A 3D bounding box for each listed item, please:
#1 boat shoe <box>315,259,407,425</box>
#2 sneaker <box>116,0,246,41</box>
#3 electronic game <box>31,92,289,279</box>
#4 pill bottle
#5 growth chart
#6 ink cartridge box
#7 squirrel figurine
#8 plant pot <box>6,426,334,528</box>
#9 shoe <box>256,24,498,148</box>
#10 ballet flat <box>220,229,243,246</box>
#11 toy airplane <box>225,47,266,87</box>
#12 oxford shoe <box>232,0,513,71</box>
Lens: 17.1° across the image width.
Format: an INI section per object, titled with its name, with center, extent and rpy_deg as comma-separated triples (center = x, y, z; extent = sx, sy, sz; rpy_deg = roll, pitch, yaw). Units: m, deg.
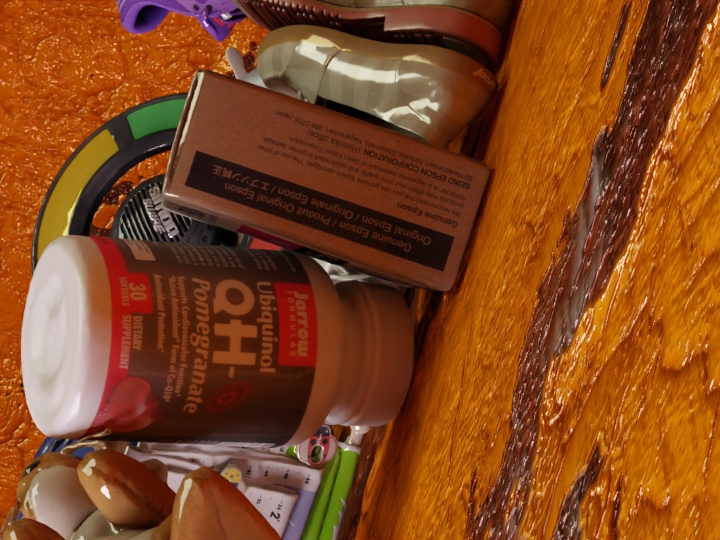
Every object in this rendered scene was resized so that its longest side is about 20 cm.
[boat shoe]
center = 0.000, 0.000, 1.487
extent = 0.066, 0.072, 0.200
rpy_deg = 106, -174, -57
[sneaker]
center = -0.073, -0.191, 1.521
extent = 0.081, 0.200, 0.083
rpy_deg = -2, -95, -54
[electronic game]
center = -0.130, -0.029, 1.598
extent = 0.042, 0.200, 0.200
rpy_deg = 48, -128, -56
[pill bottle]
center = -0.077, 0.042, 1.319
extent = 0.111, 0.200, 0.111
rpy_deg = -176, 90, -65
[growth chart]
center = -0.089, 0.151, 1.378
extent = 0.018, 0.200, 0.145
rpy_deg = 29, 113, 51
[ink cartridge box]
center = -0.026, -0.047, 1.341
extent = 0.200, 0.165, 0.075
rpy_deg = 180, 107, -86
[squirrel figurine]
center = -0.101, 0.171, 1.246
extent = 0.142, 0.200, 0.187
rpy_deg = -54, 28, -5
[plant pot]
center = -0.128, 0.176, 1.616
extent = 0.200, 0.200, 0.180
rpy_deg = -78, 14, -46
[shoe]
center = -0.002, -0.103, 1.386
extent = 0.200, 0.070, 0.053
rpy_deg = 12, 76, 53
[ballet flat]
center = -0.081, -0.022, 1.696
extent = 0.200, 0.067, 0.070
rpy_deg = 106, 163, -51
[toy airplane]
center = 0.002, -0.164, 1.550
extent = 0.199, 0.141, 0.200
rpy_deg = -51, -2, 18
[oxford shoe]
center = 0.010, -0.165, 1.426
extent = 0.070, 0.200, 0.075
rpy_deg = 41, -113, -52
